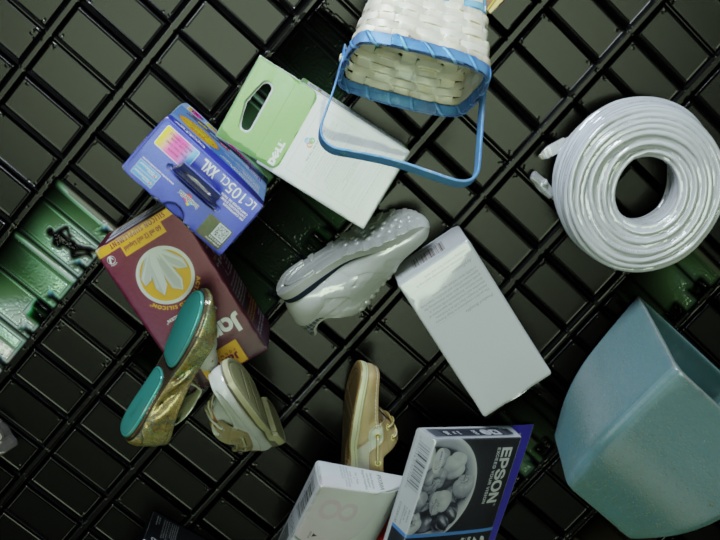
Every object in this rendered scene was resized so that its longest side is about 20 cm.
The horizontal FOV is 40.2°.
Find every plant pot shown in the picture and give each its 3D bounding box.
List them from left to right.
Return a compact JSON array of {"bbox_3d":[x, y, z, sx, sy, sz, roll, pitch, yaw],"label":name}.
[{"bbox_3d":[0.342,0.195,1.167,0.195,0.197,0.200,40,108,-13],"label":"plant pot"}]

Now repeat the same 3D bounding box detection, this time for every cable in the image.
[{"bbox_3d":[0.324,-0.100,1.141,0.199,0.069,0.201,-38,104,7],"label":"cable"}]

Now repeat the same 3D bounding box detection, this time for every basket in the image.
[{"bbox_3d":[0.058,-0.200,1.049,0.174,0.139,0.203,16,69,-7],"label":"basket"}]

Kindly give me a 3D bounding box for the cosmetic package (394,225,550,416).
[{"bbox_3d":[0.133,0.060,1.175,0.101,0.074,0.201,-31,106,6],"label":"cosmetic package"}]

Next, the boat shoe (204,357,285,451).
[{"bbox_3d":[-0.143,0.168,1.139,0.067,0.076,0.201,-22,148,0],"label":"boat shoe"}]

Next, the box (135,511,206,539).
[{"bbox_3d":[-0.258,0.434,1.252,0.140,0.079,0.201,32,101,-8],"label":"box"}]

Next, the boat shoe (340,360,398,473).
[{"bbox_3d":[0.013,0.202,1.210,0.065,0.074,0.203,1,116,-8],"label":"boat shoe"}]

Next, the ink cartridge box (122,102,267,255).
[{"bbox_3d":[-0.171,-0.099,1.047,0.136,0.200,0.076,42,100,-13],"label":"ink cartridge box"}]

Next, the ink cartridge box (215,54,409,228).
[{"bbox_3d":[-0.053,-0.146,1.113,0.198,0.059,0.105,31,101,-10],"label":"ink cartridge box"}]

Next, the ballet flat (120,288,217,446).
[{"bbox_3d":[-0.197,0.112,1.091,0.070,0.071,0.202,28,103,-10],"label":"ballet flat"}]

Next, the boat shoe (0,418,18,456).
[{"bbox_3d":[-0.498,0.262,1.198,0.057,0.067,0.200,41,96,-8],"label":"boat shoe"}]

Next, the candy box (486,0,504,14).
[{"bbox_3d":[0.116,-0.392,1.058,0.115,0.055,0.200,-41,104,8],"label":"candy box"}]

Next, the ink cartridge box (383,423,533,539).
[{"bbox_3d":[0.127,0.285,1.204,0.198,0.043,0.201,4,108,-37],"label":"ink cartridge box"}]

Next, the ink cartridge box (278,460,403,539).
[{"bbox_3d":[0.010,0.319,1.208,0.197,0.057,0.164,16,120,-16],"label":"ink cartridge box"}]

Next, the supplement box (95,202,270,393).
[{"bbox_3d":[-0.201,0.023,1.138,0.109,0.086,0.202,-30,105,5],"label":"supplement box"}]

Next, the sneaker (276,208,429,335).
[{"bbox_3d":[0.000,0.000,1.157,0.198,0.077,0.081,-29,113,12],"label":"sneaker"}]
